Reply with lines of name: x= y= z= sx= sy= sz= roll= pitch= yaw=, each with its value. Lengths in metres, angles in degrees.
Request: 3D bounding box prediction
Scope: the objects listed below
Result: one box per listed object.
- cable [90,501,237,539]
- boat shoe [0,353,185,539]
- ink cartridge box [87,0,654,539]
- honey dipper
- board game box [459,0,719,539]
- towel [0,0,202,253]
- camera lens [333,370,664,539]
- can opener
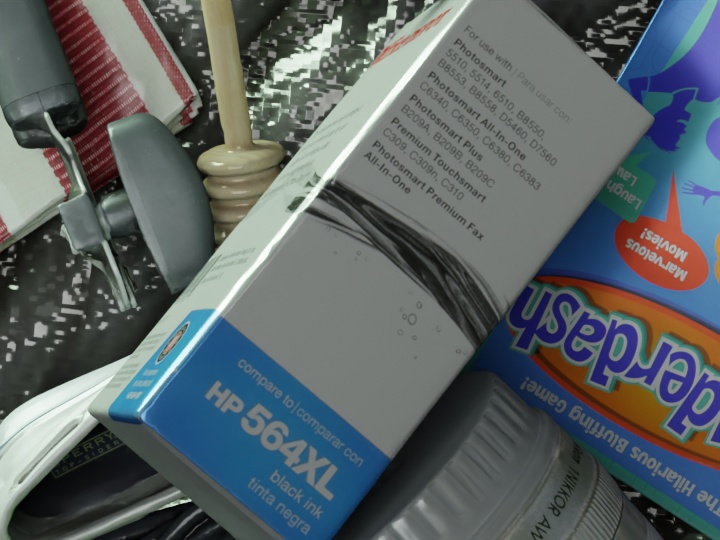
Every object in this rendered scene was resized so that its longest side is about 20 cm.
cable: x=-0.048 y=0.173 z=0.934 sx=0.199 sy=0.051 sz=0.164 roll=-16 pitch=85 yaw=12
boat shoe: x=-0.062 y=0.057 z=0.920 sx=0.200 sy=0.065 sz=0.074 roll=-34 pitch=117 yaw=10
ink cartridge box: x=0.000 y=0.000 z=0.826 sx=0.084 sy=0.146 sz=0.200 roll=41 pitch=80 yaw=-7
honey dipper: x=-0.057 y=-0.100 z=0.917 sx=0.038 sy=0.038 sz=0.201 roll=-4 pitch=108 yaw=13
board game box: x=0.149 y=-0.006 z=0.880 sx=0.152 sy=0.045 sz=0.201 roll=32 pitch=106 yaw=12
towel: x=-0.182 y=-0.074 z=0.989 sx=0.200 sy=0.023 sz=0.144 roll=-34 pitch=79 yaw=8
camera lens: x=0.058 y=0.158 z=0.834 sx=0.160 sy=0.160 sz=0.200 roll=-39 pitch=99 yaw=9
can opener: x=-0.117 y=-0.079 z=0.941 sx=0.067 sy=0.053 sz=0.201 roll=-20 pitch=79 yaw=-6
